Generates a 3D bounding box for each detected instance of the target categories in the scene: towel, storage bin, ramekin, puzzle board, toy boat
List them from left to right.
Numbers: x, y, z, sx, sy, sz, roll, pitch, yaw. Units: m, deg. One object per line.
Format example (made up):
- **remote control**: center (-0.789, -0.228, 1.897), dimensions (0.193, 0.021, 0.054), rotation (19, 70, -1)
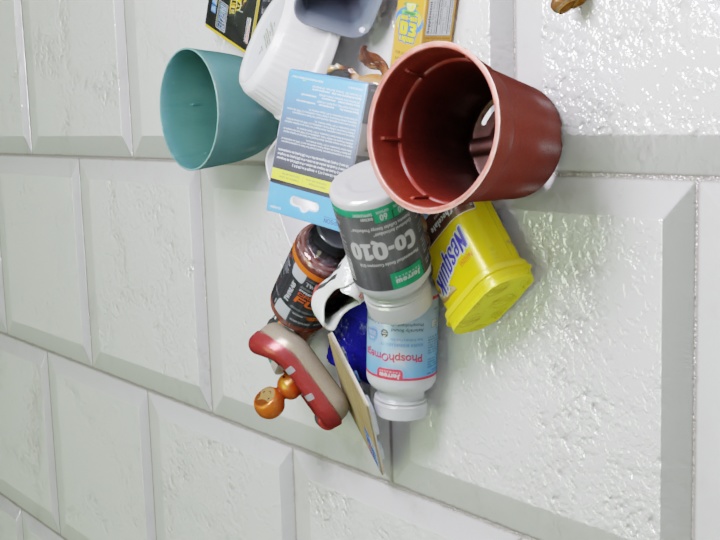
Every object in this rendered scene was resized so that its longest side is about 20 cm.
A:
- **ramekin**: center (-0.114, -0.340, 1.699), dimensions (0.203, 0.093, 0.204), rotation (-50, 26, 37)
- **toy boat**: center (-0.118, 0.187, 1.766), dimensions (0.201, 0.130, 0.130), rotation (53, 171, -4)
- **storage bin**: center (-0.012, -0.468, 1.601), dimensions (0.136, 0.143, 0.202), rotation (-99, 27, -49)
- **puzzle board**: center (-0.002, 0.208, 1.703), dimensions (0.202, 0.017, 0.152), rotation (78, 166, -49)
- **towel**: center (0.003, 0.075, 1.733), dimensions (0.147, 0.049, 0.204), rotation (23, 114, 49)

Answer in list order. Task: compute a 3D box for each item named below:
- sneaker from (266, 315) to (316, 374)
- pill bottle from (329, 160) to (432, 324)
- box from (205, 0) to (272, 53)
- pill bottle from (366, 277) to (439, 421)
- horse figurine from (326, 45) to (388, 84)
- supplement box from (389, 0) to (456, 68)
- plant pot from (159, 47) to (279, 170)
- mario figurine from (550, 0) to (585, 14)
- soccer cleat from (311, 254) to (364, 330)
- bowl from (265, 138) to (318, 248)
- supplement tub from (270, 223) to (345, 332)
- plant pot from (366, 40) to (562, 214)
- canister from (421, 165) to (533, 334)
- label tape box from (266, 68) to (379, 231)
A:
- **sneaker**: center (-0.122, 0.093, 1.880), dimensions (0.080, 0.071, 0.201), rotation (55, 137, 24)
- **pill bottle**: center (0.033, -0.036, 1.458), dimensions (0.112, 0.112, 0.203), rotation (26, 142, 47)
- **box**: center (-0.200, -0.496, 1.892), dimensions (0.159, 0.049, 0.203), rotation (41, 127, 43)
- **pill bottle**: center (0.062, 0.113, 1.615), dimensions (0.108, 0.107, 0.204), rotation (15, 108, 50)
- **horse figurine**: center (0.006, -0.222, 1.553), dimensions (0.131, 0.050, 0.204), rotation (11, 92, 31)
- **supplement box**: center (0.086, -0.321, 1.539), dimensions (0.066, 0.068, 0.204), rotation (27, 115, 46)
- **plant pot**: center (-0.228, -0.278, 1.875), dimensions (0.199, 0.159, 0.205), rotation (13, 107, 51)
- **mario figurine**: center (0.204, -0.410, 1.333), dimensions (0.123, 0.106, 0.201), rotation (-38, 71, 11)
- **soccer cleat**: center (0.000, 0.000, 1.559), dimensions (0.200, 0.068, 0.086), rotation (-49, 28, 19)
- **bowl**: center (-0.060, -0.145, 1.754), dimensions (0.199, 0.074, 0.203), rotation (-36, 69, 50)
- **supplement tub**: center (-0.066, -0.001, 1.676), dimensions (0.108, 0.106, 0.201), rotation (59, 144, 26)
- **plant pot**: center (0.144, -0.168, 1.367), dimensions (0.198, 0.194, 0.205), rotation (0, 89, 41)
- **canister**: center (0.140, -0.037, 1.500), dimensions (0.202, 0.085, 0.149), rotation (66, 147, 23)
- **label tape box**: center (-0.046, -0.168, 1.523), dimensions (0.142, 0.066, 0.204), rotation (17, 102, 34)
